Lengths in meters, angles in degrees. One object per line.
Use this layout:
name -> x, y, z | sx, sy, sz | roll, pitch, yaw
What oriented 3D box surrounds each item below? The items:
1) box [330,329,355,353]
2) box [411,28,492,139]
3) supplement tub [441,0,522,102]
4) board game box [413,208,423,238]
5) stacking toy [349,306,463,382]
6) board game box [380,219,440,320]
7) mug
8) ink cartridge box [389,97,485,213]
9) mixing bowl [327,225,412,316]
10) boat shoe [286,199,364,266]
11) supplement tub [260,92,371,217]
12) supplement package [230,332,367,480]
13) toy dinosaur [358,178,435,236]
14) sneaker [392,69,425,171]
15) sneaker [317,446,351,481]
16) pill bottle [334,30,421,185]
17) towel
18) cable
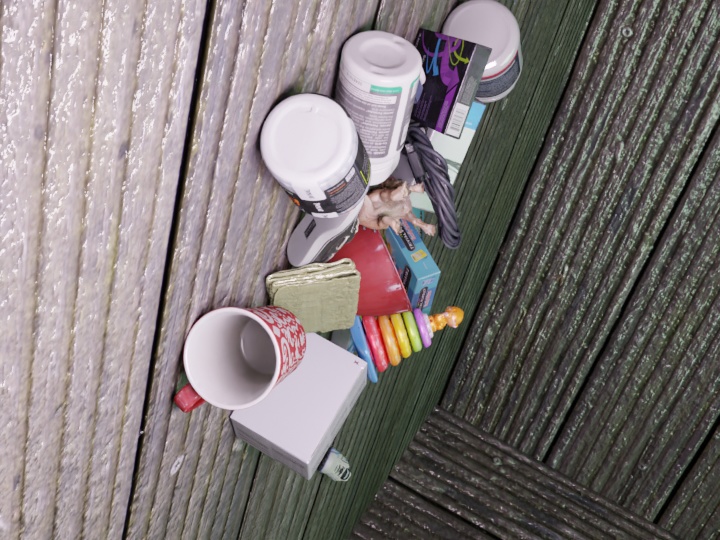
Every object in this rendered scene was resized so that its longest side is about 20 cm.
box -> -0.005, 0.074, 2.127 | 0.122, 0.047, 0.202 | -49, 160, -46
box -> 0.123, -0.298, 1.660 | 0.200, 0.036, 0.145 | 40, -67, 62
supplement tub -> 0.223, -0.394, 1.913 | 0.142, 0.139, 0.200 | -62, 167, -2
board game box -> 0.086, -0.054, 2.115 | 0.200, 0.046, 0.153 | -1, 93, -75
stacking toy -> 0.085, 0.104, 1.835 | 0.110, 0.198, 0.117 | 72, -1, -52
board game box -> 0.069, -0.025, 1.904 | 0.046, 0.201, 0.152 | -18, 149, -18
mug -> -0.170, 0.114, 1.476 | 0.200, 0.175, 0.135 | -16, 95, -78
ink cartridge box -> 0.110, -0.219, 1.780 | 0.083, 0.145, 0.202 | 11, 111, -31
mixing bowl -> 0.000, 0.000, 1.770 | 0.107, 0.202, 0.200 | -25, 163, -1
boat shoe -> -0.039, -0.071, 1.546 | 0.063, 0.071, 0.200 | 0, 152, -34
supplement tub -> -0.052, -0.141, 1.368 | 0.124, 0.122, 0.200 | -62, 166, -7
supplement package -> -0.102, 0.219, 1.790 | 0.201, 0.155, 0.111 | -58, 168, -22
toy dinosaur -> 0.028, -0.096, 1.613 | 0.199, 0.134, 0.087 | -9, 101, -56
sneaker -> 0.059, -0.255, 1.670 | 0.147, 0.080, 0.201 | -52, 158, -28
sneaker -> -0.061, 0.497, 2.675 | 0.072, 0.072, 0.200 | -59, 165, -9
pill bottle -> 0.015, -0.225, 1.490 | 0.113, 0.112, 0.201 | -51, 162, -41
towel -> -0.073, 0.045, 1.650 | 0.201, 0.146, 0.037 | 91, -10, -60
cable -> 0.121, -0.130, 1.625 | 0.050, 0.202, 0.163 | -20, -175, -4
